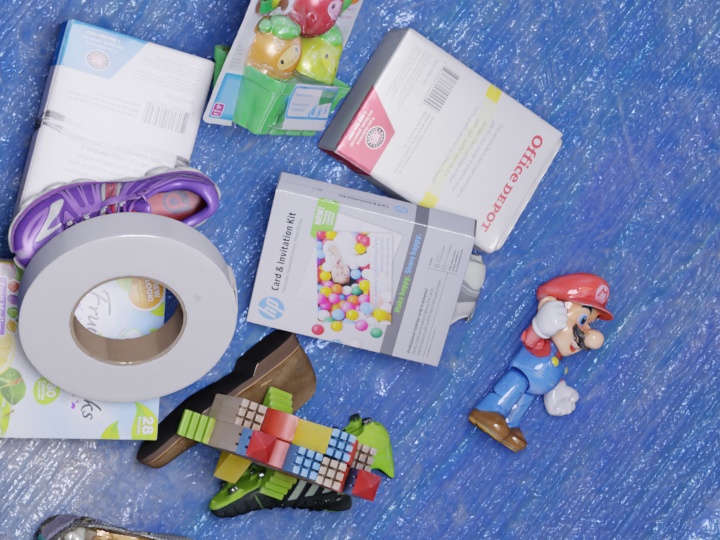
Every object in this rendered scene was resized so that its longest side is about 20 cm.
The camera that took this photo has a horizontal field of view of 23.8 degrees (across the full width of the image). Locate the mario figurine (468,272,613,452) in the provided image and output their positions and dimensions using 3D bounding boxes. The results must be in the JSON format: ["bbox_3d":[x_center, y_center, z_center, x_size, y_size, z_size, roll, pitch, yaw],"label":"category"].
[{"bbox_3d":[0.201,0.096,1.766,0.106,0.123,0.201,32,90,-4],"label":"mario figurine"}]

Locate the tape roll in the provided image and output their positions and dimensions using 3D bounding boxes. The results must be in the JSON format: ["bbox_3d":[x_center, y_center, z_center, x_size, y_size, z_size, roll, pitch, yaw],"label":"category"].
[{"bbox_3d":[-0.212,0.036,1.560,0.201,0.037,0.204,-7,129,-9],"label":"tape roll"}]

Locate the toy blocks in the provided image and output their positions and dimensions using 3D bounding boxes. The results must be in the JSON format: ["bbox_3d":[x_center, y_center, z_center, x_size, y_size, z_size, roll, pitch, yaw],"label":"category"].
[{"bbox_3d":[-0.057,0.170,1.618,0.199,0.136,0.101,23,81,-24],"label":"toy blocks"}]

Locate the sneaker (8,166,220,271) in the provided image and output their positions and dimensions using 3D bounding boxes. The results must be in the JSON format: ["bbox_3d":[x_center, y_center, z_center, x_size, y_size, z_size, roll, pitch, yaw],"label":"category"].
[{"bbox_3d":[-0.224,-0.051,1.558,0.199,0.083,0.081,-19,101,-12],"label":"sneaker"}]

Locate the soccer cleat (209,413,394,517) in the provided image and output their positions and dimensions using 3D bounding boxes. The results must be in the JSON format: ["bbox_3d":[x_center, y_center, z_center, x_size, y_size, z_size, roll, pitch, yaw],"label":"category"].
[{"bbox_3d":[-0.055,0.217,1.729,0.199,0.067,0.082,-23,102,-16],"label":"soccer cleat"}]

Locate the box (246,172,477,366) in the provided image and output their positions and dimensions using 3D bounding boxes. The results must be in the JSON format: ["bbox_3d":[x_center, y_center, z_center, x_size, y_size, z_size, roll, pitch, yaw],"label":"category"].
[{"bbox_3d":[0.000,0.000,1.679,0.198,0.041,0.157,14,121,-2],"label":"box"}]

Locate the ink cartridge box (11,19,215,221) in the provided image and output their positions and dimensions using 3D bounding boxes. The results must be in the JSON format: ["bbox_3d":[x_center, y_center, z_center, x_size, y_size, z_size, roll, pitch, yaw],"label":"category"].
[{"bbox_3d":[-0.238,-0.123,1.633,0.145,0.086,0.202,15,93,-17],"label":"ink cartridge box"}]

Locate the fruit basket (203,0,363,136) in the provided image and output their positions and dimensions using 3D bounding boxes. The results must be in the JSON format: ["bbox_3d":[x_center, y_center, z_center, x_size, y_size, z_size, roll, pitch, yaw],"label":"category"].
[{"bbox_3d":[-0.054,-0.224,1.624,0.094,0.185,0.201,38,110,24],"label":"fruit basket"}]

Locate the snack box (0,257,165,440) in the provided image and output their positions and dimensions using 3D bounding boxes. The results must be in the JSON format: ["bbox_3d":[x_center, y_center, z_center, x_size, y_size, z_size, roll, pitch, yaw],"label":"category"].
[{"bbox_3d":[-0.292,0.075,1.646,0.198,0.068,0.170,2,95,-18],"label":"snack box"}]

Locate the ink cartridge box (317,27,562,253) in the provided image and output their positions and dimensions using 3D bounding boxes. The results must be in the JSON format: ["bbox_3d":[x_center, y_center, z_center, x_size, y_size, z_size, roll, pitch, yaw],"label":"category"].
[{"bbox_3d":[0.081,-0.129,1.725,0.199,0.083,0.146,33,86,-16],"label":"ink cartridge box"}]

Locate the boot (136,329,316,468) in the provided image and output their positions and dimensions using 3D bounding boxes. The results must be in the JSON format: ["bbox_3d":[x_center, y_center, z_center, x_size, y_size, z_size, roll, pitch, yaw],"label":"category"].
[{"bbox_3d":[-0.129,0.145,1.701,0.199,0.074,0.076,-36,111,-13],"label":"boot"}]

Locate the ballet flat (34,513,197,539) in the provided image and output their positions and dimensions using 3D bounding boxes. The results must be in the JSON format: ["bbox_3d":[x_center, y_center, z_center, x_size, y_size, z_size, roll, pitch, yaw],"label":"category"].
[{"bbox_3d":[-0.222,0.290,1.685,0.199,0.072,0.073,15,91,-17],"label":"ballet flat"}]

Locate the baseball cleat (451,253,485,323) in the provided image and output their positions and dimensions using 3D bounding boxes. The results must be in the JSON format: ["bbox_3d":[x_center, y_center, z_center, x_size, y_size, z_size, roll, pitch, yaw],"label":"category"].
[{"bbox_3d":[0.033,0.006,1.732,0.199,0.070,0.107,15,91,-16],"label":"baseball cleat"}]
